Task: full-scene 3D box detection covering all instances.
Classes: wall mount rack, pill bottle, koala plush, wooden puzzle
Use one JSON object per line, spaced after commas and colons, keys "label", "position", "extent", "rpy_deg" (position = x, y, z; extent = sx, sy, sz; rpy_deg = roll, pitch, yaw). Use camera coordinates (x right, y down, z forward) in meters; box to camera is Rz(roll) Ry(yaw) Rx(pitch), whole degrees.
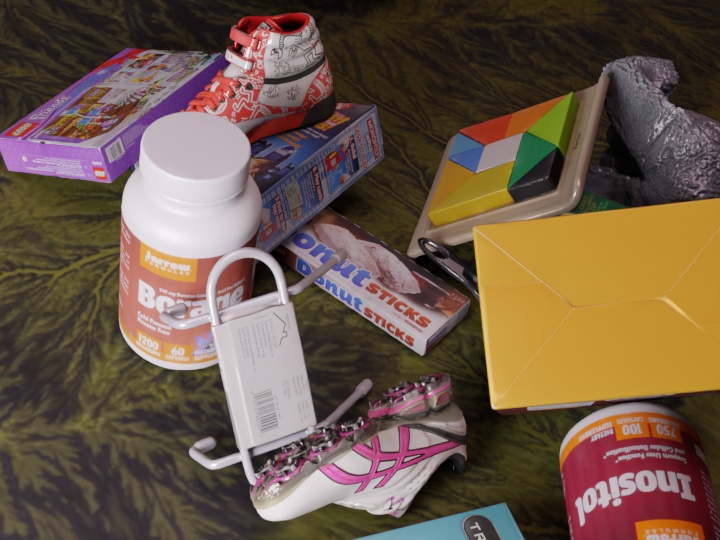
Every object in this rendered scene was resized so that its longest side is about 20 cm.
{"label": "wall mount rack", "position": [-0.061, 0.068, 0.997], "extent": [0.173, 0.201, 0.074], "rpy_deg": [-17, 16, -25]}
{"label": "pill bottle", "position": [-0.139, -0.023, 1.026], "extent": [0.111, 0.201, 0.113], "rpy_deg": [6, 43, -6]}
{"label": "koala plush", "position": [0.333, -0.090, 1.223], "extent": [0.199, 0.178, 0.184], "rpy_deg": [3, 29, -28]}
{"label": "pill bottle", "position": [0.213, 0.206, 0.930], "extent": [0.112, 0.113, 0.201], "rpy_deg": [5, 44, -7]}
{"label": "wooden puzzle", "position": [0.134, -0.099, 1.186], "extent": [0.037, 0.199, 0.186], "rpy_deg": [49, 40, -25]}

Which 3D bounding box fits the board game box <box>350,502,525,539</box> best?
{"label": "board game box", "position": [0.042, 0.256, 0.889], "extent": [0.199, 0.047, 0.151], "rpy_deg": [-10, 48, -21]}

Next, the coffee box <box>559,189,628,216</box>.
{"label": "coffee box", "position": [0.261, 0.015, 1.133], "extent": [0.199, 0.123, 0.044], "rpy_deg": [23, 44, 10]}

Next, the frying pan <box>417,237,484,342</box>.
{"label": "frying pan", "position": [0.127, 0.048, 1.119], "extent": [0.189, 0.031, 0.116], "rpy_deg": [16, 60, 4]}

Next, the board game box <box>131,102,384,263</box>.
{"label": "board game box", "position": [-0.088, -0.106, 1.200], "extent": [0.199, 0.062, 0.200], "rpy_deg": [-30, 40, -26]}

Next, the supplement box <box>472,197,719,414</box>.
{"label": "supplement box", "position": [0.195, 0.035, 0.981], "extent": [0.196, 0.200, 0.134], "rpy_deg": [-6, 82, 7]}

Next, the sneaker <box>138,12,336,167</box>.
{"label": "sneaker", "position": [-0.119, -0.163, 1.140], "extent": [0.200, 0.108, 0.067], "rpy_deg": [-25, 38, -19]}

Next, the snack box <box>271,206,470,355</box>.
{"label": "snack box", "position": [0.000, 0.000, 1.160], "extent": [0.199, 0.024, 0.072], "rpy_deg": [33, 49, 21]}

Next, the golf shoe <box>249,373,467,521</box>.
{"label": "golf shoe", "position": [0.008, 0.151, 0.960], "extent": [0.199, 0.072, 0.093], "rpy_deg": [-22, 95, -35]}

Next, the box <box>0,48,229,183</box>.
{"label": "box", "position": [-0.233, -0.155, 1.225], "extent": [0.136, 0.039, 0.200], "rpy_deg": [9, 38, 32]}
